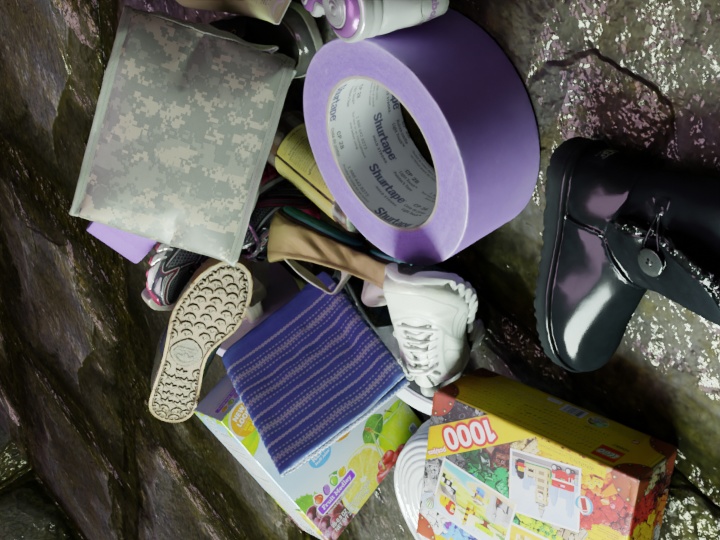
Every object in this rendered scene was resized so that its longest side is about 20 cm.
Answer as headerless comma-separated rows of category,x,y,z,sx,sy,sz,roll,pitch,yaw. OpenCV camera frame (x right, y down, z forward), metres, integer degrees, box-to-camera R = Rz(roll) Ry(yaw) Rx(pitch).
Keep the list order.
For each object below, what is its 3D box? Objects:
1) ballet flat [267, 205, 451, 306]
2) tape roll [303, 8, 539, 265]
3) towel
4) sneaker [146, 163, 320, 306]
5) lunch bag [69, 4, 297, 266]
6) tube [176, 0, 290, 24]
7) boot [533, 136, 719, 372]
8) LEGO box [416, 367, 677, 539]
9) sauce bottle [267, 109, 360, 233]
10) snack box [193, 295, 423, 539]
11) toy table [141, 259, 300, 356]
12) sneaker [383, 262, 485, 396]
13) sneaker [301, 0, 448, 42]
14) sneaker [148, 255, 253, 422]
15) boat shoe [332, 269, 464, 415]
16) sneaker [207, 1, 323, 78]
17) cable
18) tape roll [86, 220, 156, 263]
ballet flat,0.000,0.000,1.055,0.199,0.069,0.063,23,98,20
tape roll,0.046,-0.111,0.916,0.200,0.085,0.201,36,143,34
towel,-0.050,0.089,1.040,0.024,0.145,0.200,53,179,-35
sneaker,-0.134,-0.030,1.145,0.075,0.200,0.081,48,169,23
lunch bag,-0.161,-0.130,1.020,0.118,0.163,0.201,-100,28,-71
tube,-0.113,-0.269,1.047,0.200,0.052,0.058,19,122,51
boot,0.207,0.014,0.786,0.168,0.076,0.201,30,133,47
LEGO box,0.155,0.192,0.956,0.200,0.077,0.150,20,114,36
sauce bottle,-0.054,-0.115,1.086,0.200,0.065,0.065,43,146,29
snack box,-0.049,0.155,1.161,0.068,0.169,0.200,5,139,55
toy table,-0.149,0.009,1.246,0.200,0.184,0.117,27,153,35
sneaker,0.062,0.054,0.966,0.075,0.081,0.200,11,160,23
sneaker,0.006,-0.233,0.883,0.200,0.099,0.075,-119,23,-52
sneaker,-0.166,0.051,1.122,0.090,0.067,0.201,-102,34,-59
boat shoe,0.040,0.056,1.100,0.200,0.070,0.066,52,152,28
sneaker,-0.122,-0.203,1.068,0.200,0.106,0.075,8,122,54
cable,0.117,0.241,1.134,0.200,0.069,0.201,27,137,44
tape roll,-0.209,-0.107,1.186,0.066,0.201,0.200,36,153,-13
